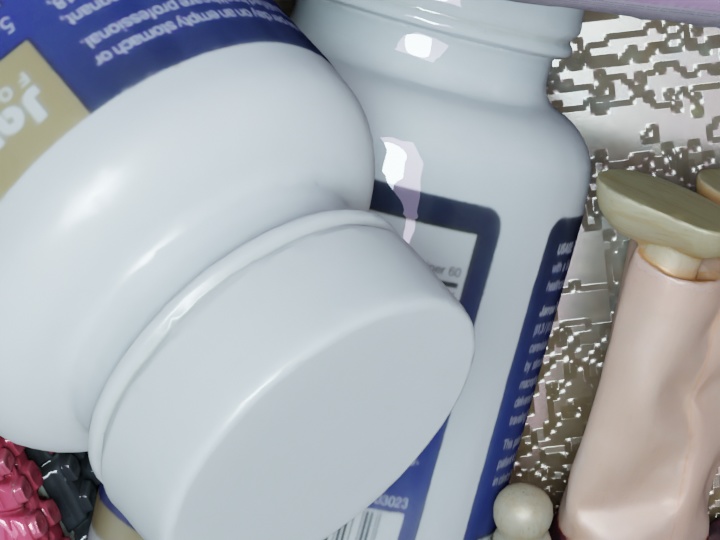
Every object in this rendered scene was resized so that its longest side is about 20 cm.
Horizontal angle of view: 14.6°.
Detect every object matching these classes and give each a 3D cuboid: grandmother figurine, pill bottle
[{"bbox_3d":[0.077,0.071,0.798,0.121,0.061,0.201,3,113,-32],"label":"grandmother figurine"},{"bbox_3d":[0.000,0.000,0.773,0.110,0.111,0.201,15,98,-1],"label":"pill bottle"},{"bbox_3d":[-0.067,-0.028,0.680,0.120,0.120,0.200,-45,64,7],"label":"pill bottle"}]

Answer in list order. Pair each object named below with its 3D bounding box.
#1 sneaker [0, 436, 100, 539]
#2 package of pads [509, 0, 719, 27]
[{"bbox_3d":[-0.124,0.047,0.789,0.074,0.081,0.201,-12,107,19],"label":"sneaker"},{"bbox_3d":[0.025,-0.122,0.633,0.199,0.076,0.121,5,97,-17],"label":"package of pads"}]
